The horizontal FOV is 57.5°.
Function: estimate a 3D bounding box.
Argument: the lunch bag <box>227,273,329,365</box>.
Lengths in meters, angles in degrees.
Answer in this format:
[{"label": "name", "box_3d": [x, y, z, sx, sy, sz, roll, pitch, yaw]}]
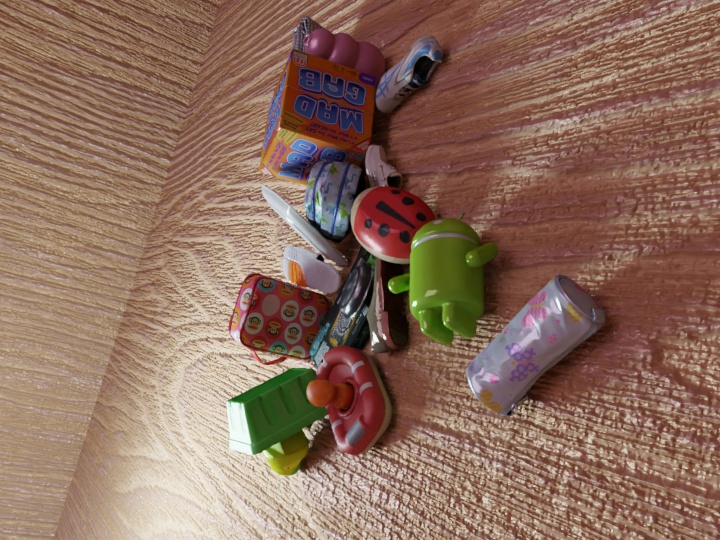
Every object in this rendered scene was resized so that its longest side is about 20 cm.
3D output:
[{"label": "lunch bag", "box_3d": [-0.172, 0.112, 1.377, 0.082, 0.199, 0.178, 9, 80, 54]}]

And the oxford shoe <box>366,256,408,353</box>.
[{"label": "oxford shoe", "box_3d": [0.037, 0.052, 1.191, 0.074, 0.070, 0.202, -27, 51, 39]}]

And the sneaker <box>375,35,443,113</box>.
[{"label": "sneaker", "box_3d": [0.096, -0.395, 1.361, 0.200, 0.071, 0.073, -44, 48, 42]}]

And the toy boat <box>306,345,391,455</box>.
[{"label": "toy boat", "box_3d": [-0.038, 0.221, 1.164, 0.131, 0.130, 0.201, -55, 34, 23]}]

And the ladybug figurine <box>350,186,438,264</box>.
[{"label": "ladybug figurine", "box_3d": [0.059, -0.089, 1.180, 0.199, 0.072, 0.136, 31, 76, 32]}]

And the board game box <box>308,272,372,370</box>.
[{"label": "board game box", "box_3d": [-0.035, 0.122, 1.309, 0.201, 0.028, 0.136, -61, 31, 19]}]

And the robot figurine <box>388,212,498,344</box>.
[{"label": "robot figurine", "box_3d": [0.134, 0.008, 1.024, 0.174, 0.115, 0.202, -22, 53, 40]}]

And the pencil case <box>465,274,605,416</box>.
[{"label": "pencil case", "box_3d": [0.225, 0.100, 0.859, 0.201, 0.082, 0.091, -53, 28, 26]}]

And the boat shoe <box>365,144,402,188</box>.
[{"label": "boat shoe", "box_3d": [0.054, -0.176, 1.313, 0.069, 0.071, 0.202, -18, 55, 22]}]

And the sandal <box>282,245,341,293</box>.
[{"label": "sandal", "box_3d": [-0.095, 0.003, 1.415, 0.206, 0.059, 0.080, 24, 110, 45]}]

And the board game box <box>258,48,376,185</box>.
[{"label": "board game box", "box_3d": [-0.097, -0.323, 1.460, 0.200, 0.198, 0.202, 138, 141, -61]}]

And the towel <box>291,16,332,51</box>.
[{"label": "towel", "box_3d": [-0.087, -0.519, 1.632, 0.085, 0.165, 0.202, -35, 45, 35]}]

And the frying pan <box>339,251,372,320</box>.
[{"label": "frying pan", "box_3d": [0.004, 0.002, 1.239, 0.192, 0.031, 0.115, -69, 15, -5]}]

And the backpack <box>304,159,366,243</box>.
[{"label": "backpack", "box_3d": [-0.049, -0.147, 1.331, 0.200, 0.152, 0.165, -161, 91, -75]}]

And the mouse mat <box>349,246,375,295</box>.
[{"label": "mouse mat", "box_3d": [0.042, -0.041, 1.307, 0.161, 0.007, 0.202, 31, 99, 59]}]

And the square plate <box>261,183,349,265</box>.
[{"label": "square plate", "box_3d": [-0.128, -0.095, 1.428, 0.028, 0.198, 0.200, -47, 32, -3]}]

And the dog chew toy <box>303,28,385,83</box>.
[{"label": "dog chew toy", "box_3d": [-0.040, -0.481, 1.497, 0.124, 0.198, 0.126, -35, 45, 44]}]

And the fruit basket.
[{"label": "fruit basket", "box_3d": [-0.147, 0.312, 1.270, 0.155, 0.214, 0.219, -11, 64, 56]}]
